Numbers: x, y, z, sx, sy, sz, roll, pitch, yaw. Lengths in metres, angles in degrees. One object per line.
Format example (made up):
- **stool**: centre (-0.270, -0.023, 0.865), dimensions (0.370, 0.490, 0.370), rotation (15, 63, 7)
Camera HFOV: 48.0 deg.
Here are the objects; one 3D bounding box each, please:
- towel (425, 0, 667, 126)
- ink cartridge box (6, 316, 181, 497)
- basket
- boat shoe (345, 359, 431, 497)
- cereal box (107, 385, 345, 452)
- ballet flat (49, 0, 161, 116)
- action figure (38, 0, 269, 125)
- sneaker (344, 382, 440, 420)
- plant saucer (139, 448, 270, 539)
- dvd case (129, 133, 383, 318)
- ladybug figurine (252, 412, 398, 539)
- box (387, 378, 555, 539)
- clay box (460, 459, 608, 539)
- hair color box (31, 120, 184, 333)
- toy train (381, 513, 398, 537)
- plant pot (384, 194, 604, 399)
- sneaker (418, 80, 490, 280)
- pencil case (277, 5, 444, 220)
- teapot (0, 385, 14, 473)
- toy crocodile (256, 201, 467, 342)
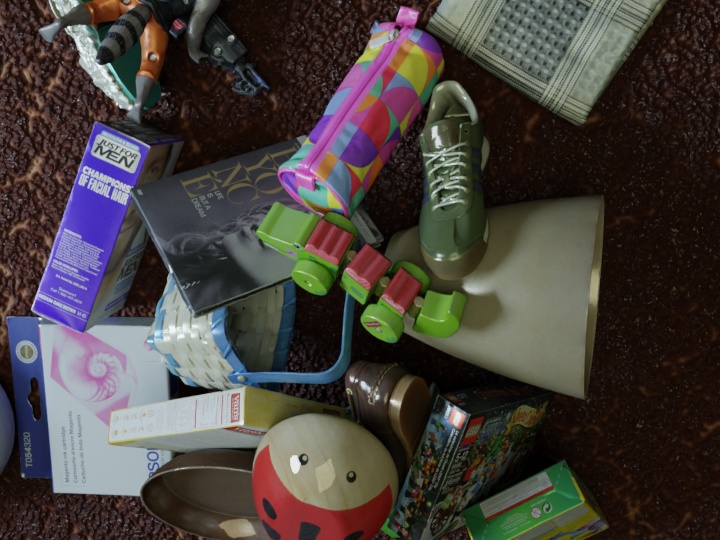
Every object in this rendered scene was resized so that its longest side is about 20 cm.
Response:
- **towel**: centre (0.192, -0.272, 0.780), dimensions (0.191, 0.035, 0.201), rotation (32, 101, -1)
- **ink cartridge box**: centre (-0.301, 0.152, 0.904), dimensions (0.197, 0.043, 0.200), rotation (0, 101, 4)
- **basket**: centre (-0.094, 0.031, 0.795), dimensions (0.197, 0.178, 0.140), rotation (-8, 139, 24)
- **boat shoe**: centre (0.035, 0.156, 0.773), dimensions (0.070, 0.071, 0.202), rotation (14, 138, 29)
- **cereal box**: centre (-0.132, 0.153, 0.802), dimensions (0.198, 0.143, 0.040), rotation (-15, 66, 35)
- **ballet flat**: centre (-0.269, -0.243, 0.820), dimensions (0.071, 0.072, 0.202), rotation (-25, 96, 9)
- **action figure**: centre (-0.172, -0.235, 0.775), dimensions (0.199, 0.104, 0.194), rotation (40, 74, -8)
- **sneaker**: centre (-0.002, 0.161, 0.870), dimensions (0.196, 0.070, 0.095), rotation (-3, 93, 4)
- **plant saucer**: centre (-0.132, 0.239, 0.860), dimensions (0.197, 0.035, 0.202), rotation (4, 142, 3)
- **dvd case**: centre (-0.097, -0.050, 0.767), dimensions (0.198, 0.016, 0.150), rotation (-21, 62, -26)
- **ladybug figurine**: centre (-0.037, 0.205, 0.722), dimensions (0.134, 0.072, 0.202), rotation (15, 137, 4)
- **box**: centre (0.115, 0.181, 0.798), dimensions (0.037, 0.199, 0.138), rotation (28, 105, 32)
- **clay box**: centre (0.186, 0.258, 0.831), dimensions (0.114, 0.200, 0.048), rotation (-29, 59, 9)
- **hair color box**: centre (-0.255, -0.049, 0.825), dimensions (0.064, 0.109, 0.202), rotation (22, 103, 0)
- **toy train**: centre (0.010, 0.231, 0.838), dimensions (0.056, 0.042, 0.200), rotation (-12, 140, 27)
- **plant pot**: centre (0.126, 0.015, 0.782), dimensions (0.197, 0.187, 0.190), rotation (6, 102, 19)
- **sneaker**: centre (0.078, -0.093, 0.737), dimensions (0.066, 0.202, 0.090), rotation (-8, 134, 21)
- **pencil case**: centre (0.003, -0.145, 0.761), dimensions (0.088, 0.088, 0.202), rotation (30, 75, -2)
- **teapot**: centre (-0.486, 0.191, 0.874), dimensions (0.199, 0.146, 0.198), rotation (37, 102, -4)
- **toy crocodile**: centre (0.000, 0.000, 0.711), dimensions (0.199, 0.062, 0.068), rotation (32, 66, 7)
